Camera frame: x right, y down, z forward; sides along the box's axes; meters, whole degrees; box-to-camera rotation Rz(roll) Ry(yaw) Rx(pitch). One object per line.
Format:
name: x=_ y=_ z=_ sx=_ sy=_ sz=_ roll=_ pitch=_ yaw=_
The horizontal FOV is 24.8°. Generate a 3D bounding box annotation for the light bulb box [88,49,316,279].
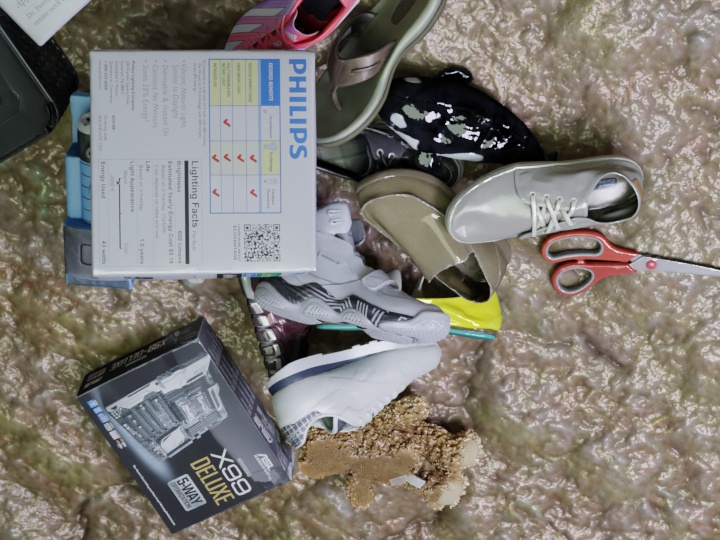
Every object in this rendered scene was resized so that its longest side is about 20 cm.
light bulb box: x=-0.140 y=-0.092 z=1.472 sx=0.197 sy=0.125 sz=0.201 roll=0 pitch=90 yaw=-5

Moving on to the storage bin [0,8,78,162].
storage bin: x=-0.379 y=-0.208 z=1.565 sx=0.134 sy=0.094 sz=0.201 roll=-27 pitch=113 yaw=17

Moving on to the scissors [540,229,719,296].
scissors: x=0.282 y=-0.013 z=1.659 sx=0.197 sy=0.014 sz=0.074 roll=-5 pitch=115 yaw=9

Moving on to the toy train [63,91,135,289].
toy train: x=-0.247 y=-0.084 z=1.606 sx=0.086 sy=0.115 sz=0.202 roll=5 pitch=118 yaw=1

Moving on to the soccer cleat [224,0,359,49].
soccer cleat: x=-0.070 y=-0.223 z=1.528 sx=0.067 sy=0.077 sz=0.199 roll=42 pitch=126 yaw=-17

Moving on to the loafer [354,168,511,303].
loafer: x=0.075 y=-0.032 z=1.601 sx=0.199 sy=0.068 sz=0.076 roll=29 pitch=136 yaw=-32

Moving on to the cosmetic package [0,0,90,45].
cosmetic package: x=-0.280 y=-0.346 z=1.444 sx=0.167 sy=0.167 sz=0.200 roll=-36 pitch=110 yaw=20

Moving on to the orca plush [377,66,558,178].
orca plush: x=0.109 y=-0.127 z=1.561 sx=0.199 sy=0.071 sz=0.106 roll=38 pitch=85 yaw=-14

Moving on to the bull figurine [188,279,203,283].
bull figurine: x=-0.154 y=-0.077 z=1.612 sx=0.065 sy=0.121 sz=0.202 roll=29 pitch=111 yaw=15

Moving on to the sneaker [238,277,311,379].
sneaker: x=-0.052 y=0.045 z=1.684 sx=0.114 sy=0.076 sz=0.202 roll=-15 pitch=119 yaw=3

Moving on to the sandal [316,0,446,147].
sandal: x=0.004 y=-0.209 z=1.533 sx=0.057 sy=0.080 sz=0.202 roll=19 pitch=110 yaw=-48

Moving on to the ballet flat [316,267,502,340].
ballet flat: x=0.049 y=0.032 z=1.664 sx=0.197 sy=0.067 sz=0.068 roll=4 pitch=88 yaw=-14

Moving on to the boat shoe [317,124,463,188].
boat shoe: x=0.005 y=-0.113 z=1.599 sx=0.198 sy=0.066 sz=0.070 roll=20 pitch=117 yaw=-6

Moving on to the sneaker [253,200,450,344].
sneaker: x=0.000 y=0.000 z=1.584 sx=0.198 sy=0.075 sz=0.116 roll=11 pitch=78 yaw=18

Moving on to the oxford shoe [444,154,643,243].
oxford shoe: x=0.178 y=-0.064 z=1.554 sx=0.197 sy=0.058 sz=0.076 roll=-11 pitch=126 yaw=-5

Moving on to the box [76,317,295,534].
box: x=-0.186 y=0.170 z=1.769 sx=0.156 sy=0.050 sz=0.201 roll=-24 pitch=113 yaw=15

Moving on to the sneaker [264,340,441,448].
sneaker: x=0.000 y=0.122 z=1.672 sx=0.198 sy=0.081 sz=0.076 roll=-15 pitch=162 yaw=-26

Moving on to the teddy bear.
teddy bear: x=0.032 y=0.192 z=1.755 sx=0.197 sy=0.067 sz=0.146 roll=1 pitch=127 yaw=-2
